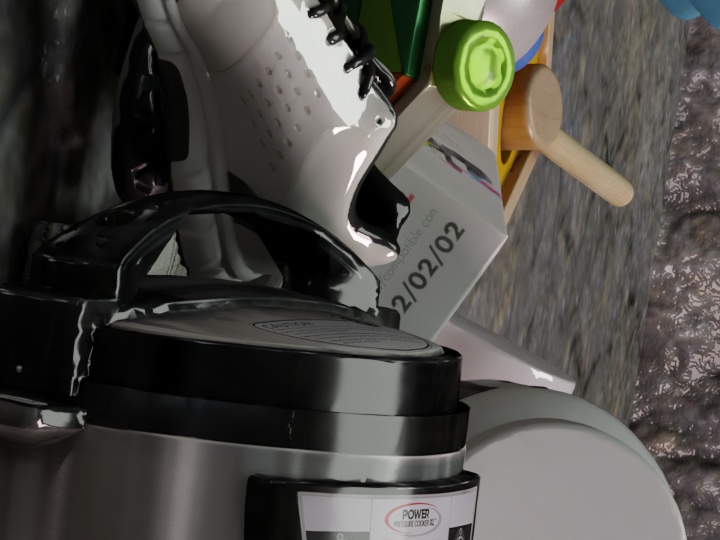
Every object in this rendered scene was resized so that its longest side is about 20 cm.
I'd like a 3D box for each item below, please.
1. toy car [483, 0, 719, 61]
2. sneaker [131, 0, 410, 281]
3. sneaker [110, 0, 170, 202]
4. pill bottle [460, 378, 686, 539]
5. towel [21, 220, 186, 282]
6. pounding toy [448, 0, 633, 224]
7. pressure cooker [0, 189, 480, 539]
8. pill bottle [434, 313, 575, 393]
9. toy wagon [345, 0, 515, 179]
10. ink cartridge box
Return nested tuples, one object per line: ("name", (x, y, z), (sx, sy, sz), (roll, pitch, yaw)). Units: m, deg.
("toy car", (0.052, -0.141, 1.199), (0.200, 0.184, 0.177), (-41, -172, 2))
("sneaker", (-0.027, -0.079, 0.948), (0.074, 0.080, 0.200), (-75, 161, -46))
("sneaker", (-0.046, -0.114, 1.051), (0.083, 0.072, 0.200), (-161, -94, -72))
("pill bottle", (0.054, 0.099, 1.069), (0.200, 0.116, 0.117), (175, -77, -85))
("towel", (-0.091, 0.073, 1.072), (0.200, 0.034, 0.193), (-12, 109, -79))
("pounding toy", (0.053, -0.093, 1.390), (0.184, 0.142, 0.200), (-61, 156, -59))
("pressure cooker", (-0.057, 0.075, 0.905), (0.176, 0.178, 0.200), (-161, -101, -81))
("pill bottle", (0.014, 0.119, 1.282), (0.200, 0.111, 0.111), (-63, 169, 4))
("toy wagon", (-0.003, -0.134, 1.070), (0.040, 0.155, 0.200), (13, 85, -45))
("ink cartridge box", (0.000, 0.000, 1.178), (0.115, 0.068, 0.200), (-55, -173, 12))
